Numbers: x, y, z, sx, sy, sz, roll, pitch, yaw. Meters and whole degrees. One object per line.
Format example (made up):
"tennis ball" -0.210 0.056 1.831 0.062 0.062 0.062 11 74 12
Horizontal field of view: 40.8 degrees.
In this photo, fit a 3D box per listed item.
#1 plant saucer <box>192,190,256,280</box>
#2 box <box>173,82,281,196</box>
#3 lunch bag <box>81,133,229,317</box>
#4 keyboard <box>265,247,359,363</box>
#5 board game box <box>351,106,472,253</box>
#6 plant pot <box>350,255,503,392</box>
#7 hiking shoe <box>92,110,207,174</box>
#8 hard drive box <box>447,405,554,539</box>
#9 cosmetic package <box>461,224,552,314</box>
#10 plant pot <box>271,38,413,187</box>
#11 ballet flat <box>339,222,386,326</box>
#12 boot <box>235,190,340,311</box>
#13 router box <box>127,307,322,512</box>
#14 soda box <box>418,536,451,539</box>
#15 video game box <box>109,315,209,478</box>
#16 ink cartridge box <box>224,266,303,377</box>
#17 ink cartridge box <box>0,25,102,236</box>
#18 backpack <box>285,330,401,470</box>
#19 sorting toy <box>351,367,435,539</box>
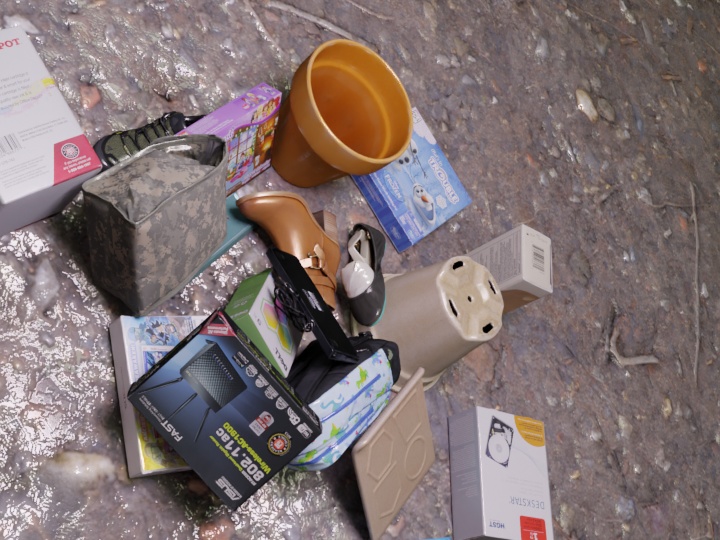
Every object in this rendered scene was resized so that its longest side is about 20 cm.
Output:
"plant saucer" -0.224 -0.045 1.383 0.070 0.019 0.200 52 48 -8
"box" -0.193 -0.169 1.386 0.039 0.138 0.200 30 44 18
"lunch bag" -0.250 -0.072 1.250 0.117 0.165 0.200 32 48 23
"keyboard" -0.081 0.050 1.312 0.104 0.040 0.201 26 25 -54
"board game box" 0.082 -0.161 1.674 0.198 0.043 0.202 -35 94 -45
"plant pot" 0.116 0.071 1.500 0.198 0.183 0.203 18 60 -33
"hiking shoe" -0.284 -0.184 1.336 0.199 0.101 0.076 -27 81 -45
"hard drive box" 0.223 0.334 1.541 0.154 0.076 0.203 16 61 -33
"cosmetic package" 0.222 0.015 1.603 0.070 0.199 0.107 23 58 -31
"plant pot" -0.050 -0.222 1.497 0.198 0.182 0.203 17 61 -33
"ballet flat" 0.000 0.000 1.499 0.068 0.068 0.201 44 29 -30
"boot" -0.101 -0.026 1.431 0.198 0.073 0.157 16 66 -42
"router box" -0.164 0.170 1.185 0.150 0.062 0.200 -41 100 2
"soda box" 0.040 0.417 1.355 0.198 0.068 0.065 8 64 -37
"video game box" -0.227 0.160 1.266 0.180 0.047 0.203 3 68 -42
"ink cartridge box" -0.137 0.088 1.299 0.105 0.059 0.201 62 19 -18
"ink cartridge box" -0.442 -0.161 1.166 0.145 0.144 0.202 -30 91 -43
"backpack" -0.054 0.178 1.323 0.199 0.161 0.156 -20 105 -57
"sorting toy" 0.046 0.265 1.390 0.185 0.036 0.202 -44 138 -43
